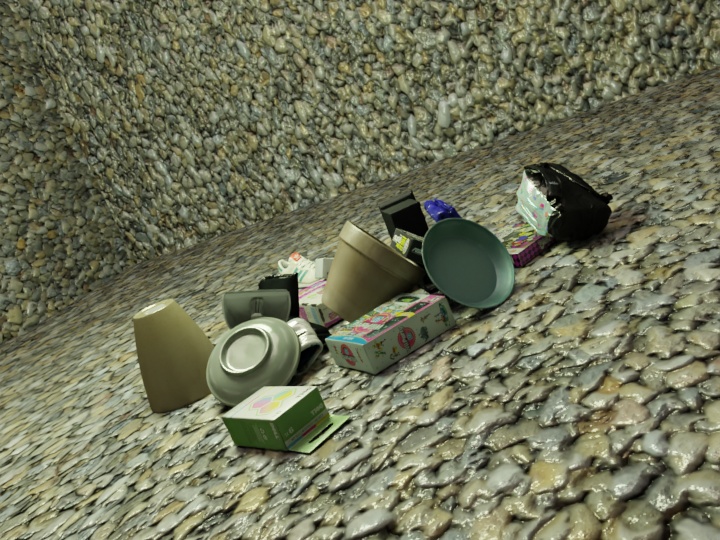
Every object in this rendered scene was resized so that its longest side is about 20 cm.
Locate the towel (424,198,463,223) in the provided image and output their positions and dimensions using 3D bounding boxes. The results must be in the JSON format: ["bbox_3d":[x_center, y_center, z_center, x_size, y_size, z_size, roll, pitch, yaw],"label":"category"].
[{"bbox_3d":[0.213,-0.098,1.753,0.050,0.148,0.200,-48,10,8],"label":"towel"}]

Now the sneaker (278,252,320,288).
[{"bbox_3d":[-0.163,-0.005,2.265,0.199,0.094,0.070,-9,18,45],"label":"sneaker"}]

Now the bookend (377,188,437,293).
[{"bbox_3d":[0.135,-0.072,1.819,0.092,0.201,0.199,-24,12,-7],"label":"bookend"}]

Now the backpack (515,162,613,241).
[{"bbox_3d":[0.418,-0.149,1.713,0.166,0.127,0.200,-3,36,-28],"label":"backpack"}]

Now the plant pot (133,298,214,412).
[{"bbox_3d":[-0.404,0.170,1.720,0.186,0.201,0.187,-20,13,5],"label":"plant pot"}]

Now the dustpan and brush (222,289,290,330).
[{"bbox_3d":[-0.217,0.123,1.673,0.139,0.200,0.057,-2,53,-9],"label":"dustpan and brush"}]

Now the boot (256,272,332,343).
[{"bbox_3d":[-0.144,0.085,1.710,0.198,0.163,0.073,-12,-12,43],"label":"boot"}]

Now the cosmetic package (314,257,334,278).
[{"bbox_3d":[0.000,0.000,1.856,0.199,0.052,0.151,3,1,-10],"label":"cosmetic package"}]

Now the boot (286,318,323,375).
[{"bbox_3d":[-0.167,0.183,1.577,0.200,0.074,0.096,-41,40,-3],"label":"boot"}]

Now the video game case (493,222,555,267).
[{"bbox_3d":[0.342,-0.058,1.792,0.200,0.036,0.181,-32,17,-37],"label":"video game case"}]

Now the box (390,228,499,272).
[{"bbox_3d":[0.172,-0.026,1.652,0.199,0.044,0.160,20,7,-11],"label":"box"}]

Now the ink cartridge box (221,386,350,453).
[{"bbox_3d":[-0.124,0.239,1.300,0.199,0.060,0.104,-8,19,46],"label":"ink cartridge box"}]

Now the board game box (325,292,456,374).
[{"bbox_3d":[0.056,0.115,1.505,0.200,0.065,0.147,-30,15,-27],"label":"board game box"}]

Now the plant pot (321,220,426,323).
[{"bbox_3d":[0.012,0.022,1.662,0.174,0.199,0.200,-58,14,4],"label":"plant pot"}]

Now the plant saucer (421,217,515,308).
[{"bbox_3d":[0.203,-0.008,1.543,0.200,0.200,0.036,-31,-14,-34],"label":"plant saucer"}]

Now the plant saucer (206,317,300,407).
[{"bbox_3d":[-0.215,0.165,1.541,0.199,0.050,0.201,-11,50,14],"label":"plant saucer"}]

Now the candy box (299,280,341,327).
[{"bbox_3d":[-0.089,0.077,1.890,0.136,0.061,0.200,-27,13,-29],"label":"candy box"}]
